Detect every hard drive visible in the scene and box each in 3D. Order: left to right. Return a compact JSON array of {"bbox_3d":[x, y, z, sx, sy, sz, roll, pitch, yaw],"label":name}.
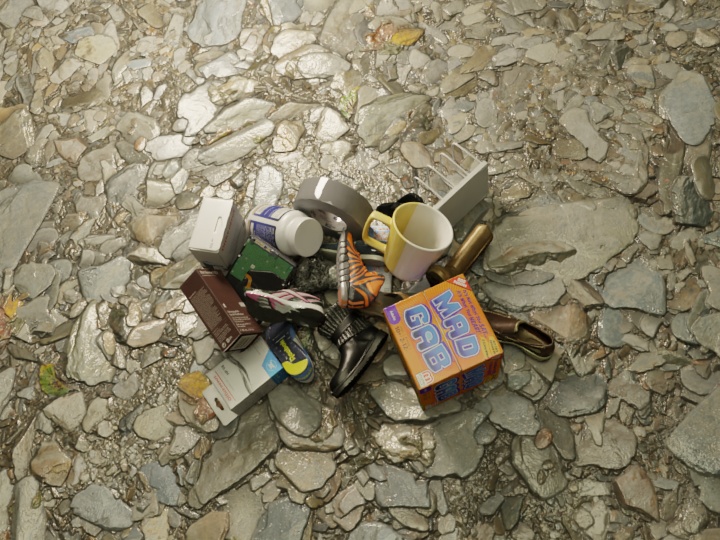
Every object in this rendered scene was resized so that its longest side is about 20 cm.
[{"bbox_3d":[-0.263,0.029,1.728,0.139,0.038,0.201,32,106,-4],"label":"hard drive"}]

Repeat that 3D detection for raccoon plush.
[{"bbox_3d":[-0.107,0.049,1.764,0.134,0.097,0.201,40,108,8],"label":"raccoon plush"}]

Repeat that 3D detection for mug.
[{"bbox_3d":[0.114,-0.068,1.663,0.149,0.154,0.187,-28,65,-36],"label":"mug"}]

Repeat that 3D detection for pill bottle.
[{"bbox_3d":[-0.192,-0.100,1.762,0.199,0.116,0.116,17,67,45],"label":"pill bottle"}]

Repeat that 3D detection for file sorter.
[{"bbox_3d":[0.215,-0.205,1.777,0.200,0.139,0.124,-42,64,-10],"label":"file sorter"}]

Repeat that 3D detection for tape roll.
[{"bbox_3d":[-0.069,-0.153,1.760,0.198,0.201,0.067,17,71,15],"label":"tape roll"}]

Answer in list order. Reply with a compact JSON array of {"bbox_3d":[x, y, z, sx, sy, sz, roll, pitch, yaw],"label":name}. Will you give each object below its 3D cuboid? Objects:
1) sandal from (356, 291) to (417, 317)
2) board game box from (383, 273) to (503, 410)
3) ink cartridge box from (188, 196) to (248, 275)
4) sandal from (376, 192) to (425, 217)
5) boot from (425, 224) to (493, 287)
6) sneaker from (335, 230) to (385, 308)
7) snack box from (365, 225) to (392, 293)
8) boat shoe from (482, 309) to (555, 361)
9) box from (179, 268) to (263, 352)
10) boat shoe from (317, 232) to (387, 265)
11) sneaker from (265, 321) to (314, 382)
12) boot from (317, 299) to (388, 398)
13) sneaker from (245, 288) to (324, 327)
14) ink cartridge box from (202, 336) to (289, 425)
[{"bbox_3d":[0.084,0.081,1.696,0.197,0.054,0.081,9,68,-11],"label":"sandal"},{"bbox_3d":[0.186,0.167,1.584,0.198,0.200,0.201,-24,66,-2],"label":"board game box"},{"bbox_3d":[-0.350,-0.073,1.767,0.085,0.200,0.148,8,67,11],"label":"ink cartridge box"},{"bbox_3d":[0.095,-0.141,1.740,0.048,0.200,0.076,-34,101,-29],"label":"sandal"},{"bbox_3d":[0.242,-0.035,1.681,0.066,0.175,0.200,38,80,14],"label":"boot"},{"bbox_3d":[0.000,0.000,1.684,0.111,0.078,0.202,1,66,-10],"label":"sneaker"},{"bbox_3d":[0.049,-0.020,1.782,0.071,0.024,0.202,0,67,10],"label":"snack box"},{"bbox_3d":[0.363,0.136,1.635,0.200,0.075,0.075,23,61,15],"label":"boat shoe"},{"bbox_3d":[-0.330,0.093,1.656,0.075,0.100,0.200,-45,72,17],"label":"box"},{"bbox_3d":[-0.022,-0.055,1.766,0.198,0.075,0.063,5,72,31],"label":"boat shoe"},{"bbox_3d":[-0.171,0.197,1.699,0.074,0.082,0.201,-35,46,2],"label":"sneaker"},{"bbox_3d":[-0.049,0.187,1.674,0.157,0.080,0.212,33,64,13],"label":"boot"},{"bbox_3d":[-0.182,0.079,1.689,0.198,0.081,0.087,16,35,-9],"label":"sneaker"},{"bbox_3d":[-0.287,0.265,1.684,0.199,0.067,0.116,-39,67,-9],"label":"ink cartridge box"}]
